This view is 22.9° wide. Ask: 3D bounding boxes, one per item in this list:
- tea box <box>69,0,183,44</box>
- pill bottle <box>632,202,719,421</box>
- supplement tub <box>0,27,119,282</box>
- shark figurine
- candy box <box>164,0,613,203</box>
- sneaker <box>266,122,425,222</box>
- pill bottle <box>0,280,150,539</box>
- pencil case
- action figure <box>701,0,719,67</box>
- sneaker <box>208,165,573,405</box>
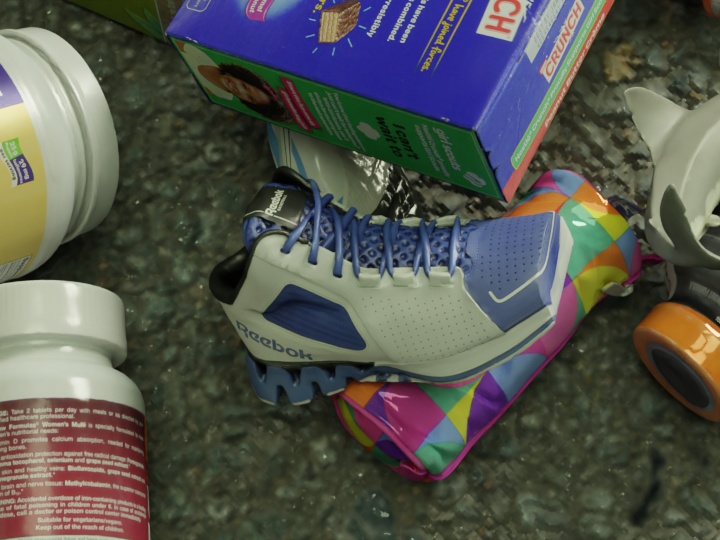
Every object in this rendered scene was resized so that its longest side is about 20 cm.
[{"bbox_3d":[-0.144,-0.274,1.075,0.196,0.134,0.200,23,72,8],"label":"tea box"},{"bbox_3d":[0.243,-0.007,0.993,0.200,0.106,0.106,-42,75,-13],"label":"pill bottle"},{"bbox_3d":[-0.246,-0.051,0.957,0.200,0.145,0.145,-23,69,-41],"label":"supplement tub"},{"bbox_3d":[0.170,-0.057,0.946,0.090,0.128,0.215,51,41,-10],"label":"shark figurine"},{"bbox_3d":[0.024,-0.149,0.953,0.200,0.077,0.169,20,72,30],"label":"candy box"},{"bbox_3d":[-0.013,-0.049,1.039,0.072,0.072,0.200,-9,82,-30],"label":"sneaker"},{"bbox_3d":[-0.168,0.113,0.951,0.109,0.110,0.200,-4,71,-1],"label":"pill bottle"},{"bbox_3d":[0.075,0.031,0.995,0.200,0.088,0.088,-43,76,-12],"label":"pencil case"},{"bbox_3d":[0.222,-0.194,1.043,0.200,0.105,0.194,21,38,11],"label":"action figure"},{"bbox_3d":[-0.001,0.000,0.918,0.199,0.115,0.081,-16,38,28],"label":"sneaker"}]
